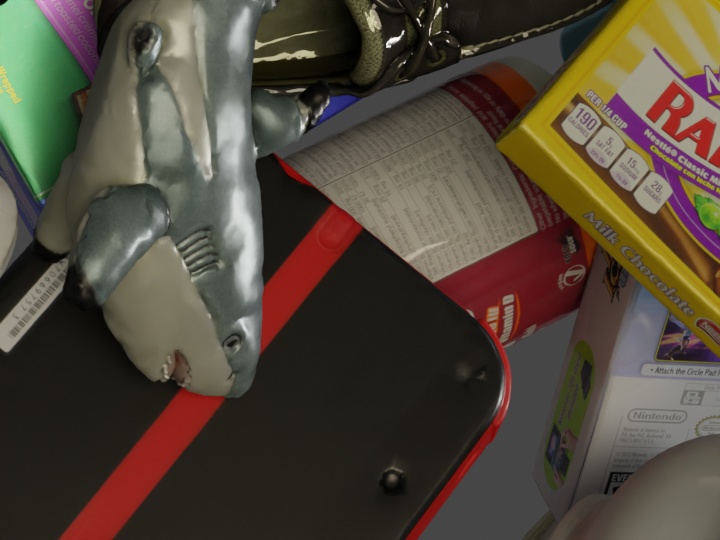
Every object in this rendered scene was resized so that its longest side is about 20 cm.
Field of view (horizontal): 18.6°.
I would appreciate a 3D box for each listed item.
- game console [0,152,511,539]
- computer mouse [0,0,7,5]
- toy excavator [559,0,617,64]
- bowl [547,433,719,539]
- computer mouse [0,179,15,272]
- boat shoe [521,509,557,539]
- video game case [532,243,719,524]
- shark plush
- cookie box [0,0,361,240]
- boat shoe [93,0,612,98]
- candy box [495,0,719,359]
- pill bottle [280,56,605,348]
[{"bbox_3d":[-0.058,0.056,0.787,0.177,0.031,0.200,38,68,3],"label":"game console"},{"bbox_3d":[-0.072,-0.143,0.783,0.199,0.110,0.044,-22,120,-23],"label":"computer mouse"},{"bbox_3d":[0.105,-0.119,0.874,0.200,0.100,0.195,-24,91,-43],"label":"toy excavator"},{"bbox_3d":[0.116,0.143,0.833,0.201,0.090,0.202,-40,139,-46],"label":"bowl"},{"bbox_3d":[-0.189,-0.020,0.788,0.110,0.200,0.044,-52,141,-14],"label":"computer mouse"},{"bbox_3d":[0.109,0.135,0.961,0.074,0.066,0.201,25,87,-18],"label":"boat shoe"},{"bbox_3d":[0.186,0.021,0.886,0.199,0.045,0.182,3,119,-19],"label":"video game case"},{"bbox_3d":[-0.050,-0.060,0.755,0.083,0.091,0.201,15,85,-18],"label":"shark plush"},{"bbox_3d":[-0.074,-0.124,0.867,0.200,0.075,0.172,-32,104,-13],"label":"cookie box"},{"bbox_3d":[0.002,-0.093,0.793,0.200,0.066,0.072,-7,124,1],"label":"boat shoe"},{"bbox_3d":[0.151,-0.013,0.783,0.200,0.026,0.102,43,62,-4],"label":"candy box"},{"bbox_3d":[0.000,0.000,0.888,0.199,0.110,0.110,-26,104,-14],"label":"pill bottle"}]
